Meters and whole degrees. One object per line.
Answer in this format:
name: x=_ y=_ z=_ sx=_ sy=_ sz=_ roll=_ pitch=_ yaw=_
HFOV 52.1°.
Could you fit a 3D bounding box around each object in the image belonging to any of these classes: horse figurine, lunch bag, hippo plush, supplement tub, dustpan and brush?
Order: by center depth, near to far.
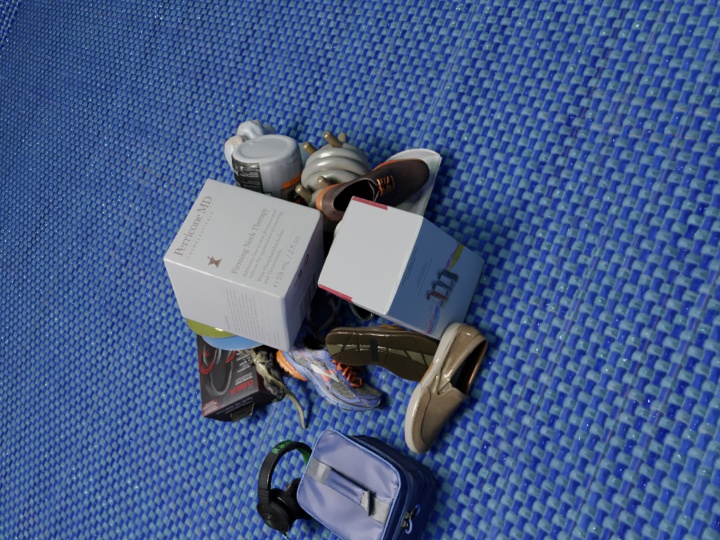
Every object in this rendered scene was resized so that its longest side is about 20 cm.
lunch bag: x=0.009 y=0.330 z=1.085 sx=0.197 sy=0.131 sz=0.139 roll=18 pitch=86 yaw=42
dustpan and brush: x=0.041 y=-0.144 z=1.264 sx=0.198 sy=0.056 sz=0.143 roll=10 pitch=79 yaw=57
horse figurine: x=-0.091 y=0.137 z=1.272 sx=0.196 sy=0.050 sz=0.136 roll=-22 pitch=89 yaw=24
supplement tub: x=-0.150 y=-0.121 z=1.282 sx=0.121 sy=0.121 sz=0.204 roll=26 pitch=134 yaw=41
hippo plush: x=-0.158 y=-0.189 z=1.379 sx=0.157 sy=0.160 sz=0.204 roll=6 pitch=59 yaw=28

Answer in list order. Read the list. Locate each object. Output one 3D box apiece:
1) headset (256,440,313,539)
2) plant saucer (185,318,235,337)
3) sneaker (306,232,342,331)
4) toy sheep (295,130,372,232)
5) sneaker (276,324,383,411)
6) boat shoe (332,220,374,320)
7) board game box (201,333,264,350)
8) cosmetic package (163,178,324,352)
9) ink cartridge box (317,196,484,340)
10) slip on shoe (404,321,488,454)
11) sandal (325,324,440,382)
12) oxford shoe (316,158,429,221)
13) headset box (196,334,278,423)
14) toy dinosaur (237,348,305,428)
headset: x=-0.122 y=0.378 z=1.190 sx=0.092 sy=0.122 sz=0.206 roll=-3 pitch=93 yaw=39
plant saucer: x=-0.217 y=0.038 z=1.284 sx=0.194 sy=0.032 sz=0.202 roll=-11 pitch=35 yaw=7
sneaker: x=-0.068 y=0.003 z=1.289 sx=0.074 sy=0.084 sz=0.205 roll=13 pitch=86 yaw=40
toy sheep: x=-0.039 y=-0.152 z=1.231 sx=0.135 sy=0.137 sz=0.205 roll=-12 pitch=55 yaw=35
sneaker: x=-0.046 y=0.160 z=1.192 sx=0.197 sy=0.075 sz=0.080 roll=30 pitch=104 yaw=15
boat shoe: x=0.000 y=0.000 z=1.179 sx=0.071 sy=0.203 sz=0.063 roll=-15 pitch=47 yaw=-10
board game box: x=-0.177 y=0.081 z=1.273 sx=0.154 sy=0.040 sz=0.202 roll=-2 pitch=38 yaw=19
cosmetic package: x=-0.175 y=-0.007 z=1.161 sx=0.195 sy=0.168 sz=0.170 roll=16 pitch=57 yaw=9
ink cartridge box: x=0.066 y=0.004 z=1.106 sx=0.143 sy=0.199 sz=0.148 roll=19 pitch=84 yaw=40
slip on shoe: x=0.129 y=0.177 z=1.081 sx=0.060 sy=0.076 sz=0.204 roll=19 pitch=80 yaw=47
sandal: x=0.043 y=0.119 z=1.148 sx=0.194 sy=0.055 sz=0.084 roll=5 pitch=118 yaw=18
oxford shoe: x=0.030 y=-0.124 z=1.144 sx=0.073 sy=0.196 sz=0.072 roll=69 pitch=163 yaw=-10
headset box: x=-0.225 y=0.177 z=1.365 sx=0.146 sy=0.074 sz=0.205 roll=-26 pitch=60 yaw=28
toy dinosaur: x=-0.148 y=0.183 z=1.241 sx=0.047 sy=0.088 sz=0.201 roll=-38 pitch=87 yaw=-12
